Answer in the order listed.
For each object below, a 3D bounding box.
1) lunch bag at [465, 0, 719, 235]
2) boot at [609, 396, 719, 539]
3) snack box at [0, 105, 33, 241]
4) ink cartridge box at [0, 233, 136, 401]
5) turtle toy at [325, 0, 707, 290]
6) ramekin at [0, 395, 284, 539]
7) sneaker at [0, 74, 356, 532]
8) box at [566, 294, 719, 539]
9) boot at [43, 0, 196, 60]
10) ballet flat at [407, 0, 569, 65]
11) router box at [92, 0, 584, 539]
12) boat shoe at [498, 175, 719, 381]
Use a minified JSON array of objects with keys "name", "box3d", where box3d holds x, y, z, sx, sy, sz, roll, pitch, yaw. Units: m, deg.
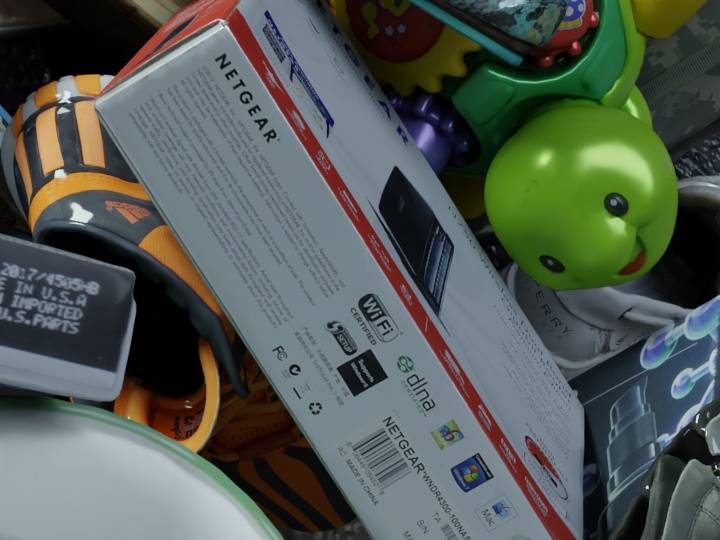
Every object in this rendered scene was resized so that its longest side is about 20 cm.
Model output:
[{"name":"lunch bag","box3d":[0.102,-0.135,1.132,0.118,0.200,0.164,-11,70,-51]},{"name":"boot","box3d":[0.118,0.131,0.876,0.131,0.068,0.200,41,36,-10]},{"name":"snack box","box3d":[-0.187,-0.052,0.934,0.200,0.037,0.116,45,41,-12]},{"name":"ink cartridge box","box3d":[-0.194,-0.006,0.778,0.197,0.200,0.047,14,85,-38]},{"name":"turtle toy","box3d":[0.048,-0.080,1.046,0.200,0.146,0.101,53,29,14]},{"name":"ramekin","box3d":[-0.100,0.130,0.797,0.200,0.098,0.200,4,73,-14]},{"name":"sneaker","box3d":[-0.053,0.039,0.932,0.200,0.078,0.112,52,15,-34]},{"name":"box","box3d":[0.104,0.136,1.010,0.107,0.148,0.200,33,46,-25]},{"name":"boot","box3d":[-0.078,-0.172,1.045,0.200,0.073,0.156,40,74,-11]},{"name":"ballet flat","box3d":[-0.016,-0.141,0.970,0.200,0.074,0.074,27,46,-1]},{"name":"router box","box3d":[0.000,0.000,0.933,0.200,0.049,0.180,57,11,-10]},{"name":"boat shoe","box3d":[0.135,-0.005,1.187,0.200,0.069,0.071,-24,80,-49]}]
